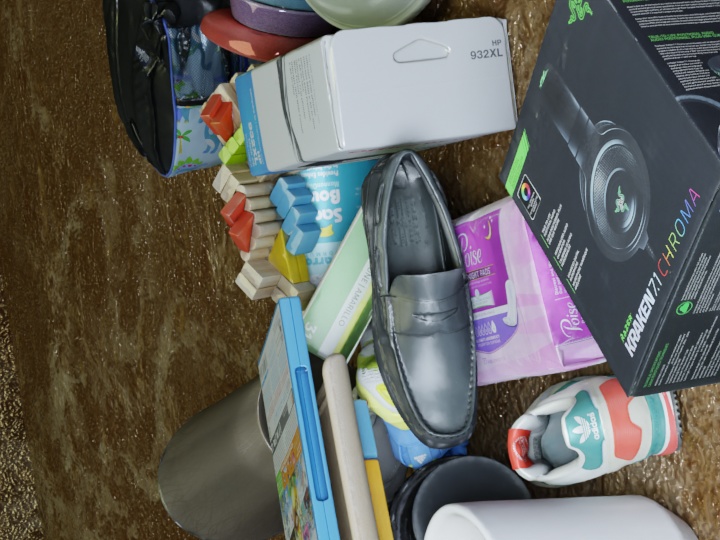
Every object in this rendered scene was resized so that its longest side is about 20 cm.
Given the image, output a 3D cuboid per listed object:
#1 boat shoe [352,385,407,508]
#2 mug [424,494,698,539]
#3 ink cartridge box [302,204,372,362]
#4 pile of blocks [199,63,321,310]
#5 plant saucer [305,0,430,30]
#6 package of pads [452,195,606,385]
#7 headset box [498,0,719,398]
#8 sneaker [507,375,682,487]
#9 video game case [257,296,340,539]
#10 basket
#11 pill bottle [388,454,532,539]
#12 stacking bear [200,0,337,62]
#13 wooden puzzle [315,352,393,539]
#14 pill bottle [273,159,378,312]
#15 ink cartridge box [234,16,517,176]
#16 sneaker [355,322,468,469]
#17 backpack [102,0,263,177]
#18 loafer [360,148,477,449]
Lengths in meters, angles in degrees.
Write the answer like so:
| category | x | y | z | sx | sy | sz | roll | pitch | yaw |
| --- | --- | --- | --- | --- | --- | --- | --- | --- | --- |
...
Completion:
| category | x | y | z | sx | sy | sz | roll | pitch | yaw |
| --- | --- | --- | --- | --- | --- | --- | --- | --- | --- |
| boat shoe | 0.015 | 0.126 | 1.421 | 0.200 | 0.071 | 0.069 | -62 | -13 | -62 |
| mug | 0.131 | 0.219 | 1.112 | 0.188 | 0.152 | 0.150 | 103 | 150 | -43 |
| ink cartridge box | 0.000 | 0.000 | 1.340 | 0.146 | 0.048 | 0.200 | -62 | -1 | -2 |
| pile of blocks | -0.081 | -0.064 | 1.412 | 0.082 | 0.062 | 0.202 | -19 | 85 | 40 |
| plant saucer | -0.010 | -0.281 | 1.345 | 0.199 | 0.050 | 0.202 | 10 | 104 | 45 |
| package of pads | 0.108 | 0.012 | 1.203 | 0.200 | 0.075 | 0.122 | 158 | 98 | -69 |
| headset box | 0.170 | -0.064 | 0.999 | 0.175 | 0.092 | 0.201 | 105 | 149 | -44 |
| sneaker | 0.127 | 0.107 | 1.164 | 0.200 | 0.092 | 0.071 | 150 | 110 | -67 |
| video game case | -0.044 | 0.137 | 1.269 | 0.143 | 0.018 | 0.202 | 114 | 148 | -66 |
| basket | -0.071 | 0.154 | 1.584 | 0.200 | 0.179 | 0.137 | -41 | 69 | 59 |
| pill bottle | 0.069 | 0.195 | 1.260 | 0.200 | 0.111 | 0.113 | 100 | 156 | -72 |
| stacking bear | -0.056 | -0.283 | 1.483 | 0.114 | 0.120 | 0.202 | -132 | 47 | -58 |
| wooden puzzle | -0.009 | 0.178 | 1.255 | 0.200 | 0.037 | 0.187 | 108 | 154 | -63 |
| pill bottle | -0.031 | -0.042 | 1.490 | 0.111 | 0.110 | 0.202 | -168 | 72 | -67 |
| ink cartridge box | 0.008 | -0.127 | 1.315 | 0.200 | 0.144 | 0.085 | 175 | 87 | -68 |
| sneaker | 0.042 | 0.091 | 1.334 | 0.200 | 0.075 | 0.106 | -51 | -56 | -70 |
| backpack | -0.161 | -0.200 | 1.712 | 0.183 | 0.146 | 0.202 | -130 | 35 | -52 |
| loafer | 0.040 | 0.018 | 1.182 | 0.070 | 0.067 | 0.203 | 124 | 137 | -73 |
